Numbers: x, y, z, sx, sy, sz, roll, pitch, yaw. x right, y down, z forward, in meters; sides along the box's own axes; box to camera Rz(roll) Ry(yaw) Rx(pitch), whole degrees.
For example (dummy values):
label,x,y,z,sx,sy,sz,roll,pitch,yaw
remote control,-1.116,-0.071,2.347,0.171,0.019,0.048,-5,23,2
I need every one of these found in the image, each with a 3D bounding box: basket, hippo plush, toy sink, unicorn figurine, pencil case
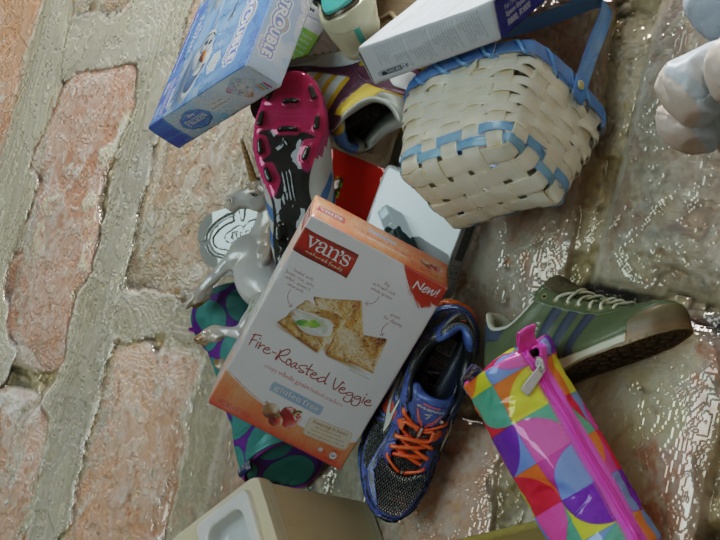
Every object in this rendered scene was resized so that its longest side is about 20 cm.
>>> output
label,x,y,z,sx,sy,sz,roll,pitch,yaw
basket,0.122,-0.142,1.469,0.175,0.139,0.201,-12,50,42
hippo plush,0.303,-0.189,1.286,0.199,0.159,0.162,-21,64,39
toy sink,-0.086,0.263,1.495,0.130,0.199,0.113,-40,53,29
unicorn figurine,-0.105,0.004,1.589,0.137,0.074,0.201,-34,71,8
pencil case,0.156,0.147,1.333,0.088,0.088,0.201,-34,80,32
pencil case,-0.102,0.112,1.639,0.092,0.085,0.201,-40,52,27

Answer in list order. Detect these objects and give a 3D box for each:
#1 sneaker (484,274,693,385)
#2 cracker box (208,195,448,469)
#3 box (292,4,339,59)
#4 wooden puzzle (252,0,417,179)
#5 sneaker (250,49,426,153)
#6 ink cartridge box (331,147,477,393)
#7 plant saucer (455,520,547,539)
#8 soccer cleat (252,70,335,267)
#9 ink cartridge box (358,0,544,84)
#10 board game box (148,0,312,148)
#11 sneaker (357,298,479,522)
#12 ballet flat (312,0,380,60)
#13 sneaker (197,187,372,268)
label,x,y,z,sx,sy,sz,roll,pitch,yaw
sneaker,0.175,0.042,1.401,0.199,0.067,0.091,-28,66,39
cracker box,-0.028,0.055,1.477,0.201,0.133,0.058,-61,7,20
box,-0.040,-0.293,1.692,0.144,0.036,0.201,36,94,46
wooden puzzle,-0.007,-0.191,1.673,0.184,0.046,0.202,16,84,45
sneaker,-0.029,-0.149,1.586,0.199,0.075,0.091,-14,55,38
ink cartridge box,0.000,0.000,1.563,0.172,0.044,0.202,21,93,21
plant saucer,0.103,0.321,1.401,0.199,0.048,0.202,-21,64,39
soccer cleat,-0.056,-0.076,1.546,0.069,0.086,0.202,-5,78,8
ink cartridge box,0.124,-0.241,1.472,0.199,0.200,0.041,-15,111,43
board game box,-0.109,-0.234,1.611,0.199,0.043,0.201,-21,44,54
sneaker,0.050,0.121,1.476,0.078,0.075,0.202,-154,81,-85
ballet flat,-0.012,-0.252,1.575,0.070,0.069,0.201,-48,24,23
sneaker,-0.056,-0.037,1.653,0.198,0.080,0.077,-2,83,23
